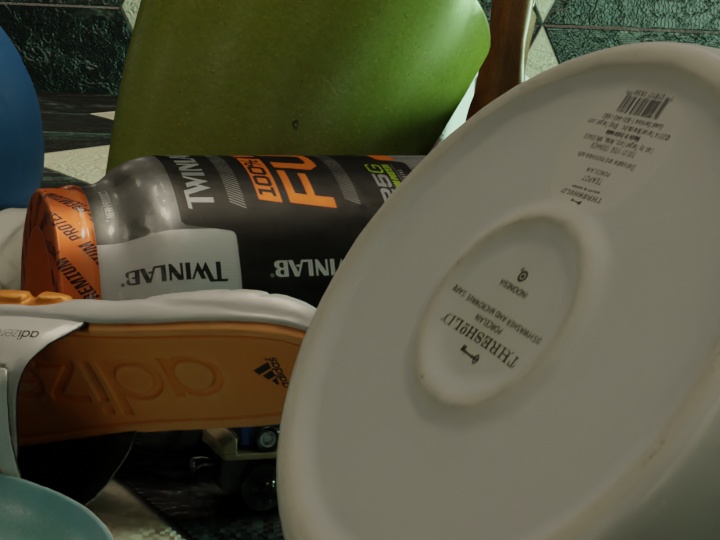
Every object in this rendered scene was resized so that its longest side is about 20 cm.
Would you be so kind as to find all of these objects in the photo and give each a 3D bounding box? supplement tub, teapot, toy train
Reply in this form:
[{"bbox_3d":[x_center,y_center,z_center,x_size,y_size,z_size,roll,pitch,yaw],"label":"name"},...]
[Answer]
[{"bbox_3d":[-0.039,0.012,0.622,0.198,0.124,0.122,-2,11,-23],"label":"supplement tub"},{"bbox_3d":[0.080,0.047,0.400,0.197,0.201,0.146,-30,-52,33],"label":"teapot"},{"bbox_3d":[0.029,0.062,0.575,0.198,0.046,0.034,-2,11,-24],"label":"toy train"}]

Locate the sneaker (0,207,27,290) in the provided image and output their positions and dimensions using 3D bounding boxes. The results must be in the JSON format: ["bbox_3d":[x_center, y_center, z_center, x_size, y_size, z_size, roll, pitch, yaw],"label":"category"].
[{"bbox_3d":[-0.152,0.009,0.757,0.084,0.073,0.200,25,24,6],"label":"sneaker"}]

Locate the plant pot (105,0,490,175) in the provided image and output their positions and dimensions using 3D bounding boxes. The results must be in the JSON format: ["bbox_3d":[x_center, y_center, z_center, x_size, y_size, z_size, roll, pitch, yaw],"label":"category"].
[{"bbox_3d":[-0.053,-0.063,0.748,0.185,0.202,0.187,20,-16,6],"label":"plant pot"}]

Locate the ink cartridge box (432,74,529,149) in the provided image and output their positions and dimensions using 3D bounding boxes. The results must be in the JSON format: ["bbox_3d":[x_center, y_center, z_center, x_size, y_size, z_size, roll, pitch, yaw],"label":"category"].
[{"bbox_3d":[0.043,-0.084,0.964,0.083,0.147,0.200,7,-5,25],"label":"ink cartridge box"}]

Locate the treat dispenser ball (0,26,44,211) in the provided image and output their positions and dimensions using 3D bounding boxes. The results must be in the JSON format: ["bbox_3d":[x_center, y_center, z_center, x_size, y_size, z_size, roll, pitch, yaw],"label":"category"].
[{"bbox_3d":[-0.271,-0.068,0.779,0.198,0.203,0.201,2,10,0],"label":"treat dispenser ball"}]

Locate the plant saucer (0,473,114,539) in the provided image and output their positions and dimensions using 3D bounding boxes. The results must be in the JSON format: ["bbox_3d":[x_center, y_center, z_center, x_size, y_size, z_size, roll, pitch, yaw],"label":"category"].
[{"bbox_3d":[-0.168,0.095,0.405,0.198,0.028,0.200,3,10,-1],"label":"plant saucer"}]

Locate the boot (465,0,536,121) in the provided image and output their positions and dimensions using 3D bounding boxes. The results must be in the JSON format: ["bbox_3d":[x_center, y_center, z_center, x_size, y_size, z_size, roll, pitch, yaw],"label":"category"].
[{"bbox_3d":[0.082,-0.076,0.811,0.068,0.202,0.188,13,-5,8],"label":"boot"}]

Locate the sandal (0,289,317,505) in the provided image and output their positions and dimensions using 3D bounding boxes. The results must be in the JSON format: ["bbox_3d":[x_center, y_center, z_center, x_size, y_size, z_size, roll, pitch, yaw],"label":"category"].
[{"bbox_3d":[-0.102,0.049,0.507,0.205,0.080,0.060,-7,42,21],"label":"sandal"}]
